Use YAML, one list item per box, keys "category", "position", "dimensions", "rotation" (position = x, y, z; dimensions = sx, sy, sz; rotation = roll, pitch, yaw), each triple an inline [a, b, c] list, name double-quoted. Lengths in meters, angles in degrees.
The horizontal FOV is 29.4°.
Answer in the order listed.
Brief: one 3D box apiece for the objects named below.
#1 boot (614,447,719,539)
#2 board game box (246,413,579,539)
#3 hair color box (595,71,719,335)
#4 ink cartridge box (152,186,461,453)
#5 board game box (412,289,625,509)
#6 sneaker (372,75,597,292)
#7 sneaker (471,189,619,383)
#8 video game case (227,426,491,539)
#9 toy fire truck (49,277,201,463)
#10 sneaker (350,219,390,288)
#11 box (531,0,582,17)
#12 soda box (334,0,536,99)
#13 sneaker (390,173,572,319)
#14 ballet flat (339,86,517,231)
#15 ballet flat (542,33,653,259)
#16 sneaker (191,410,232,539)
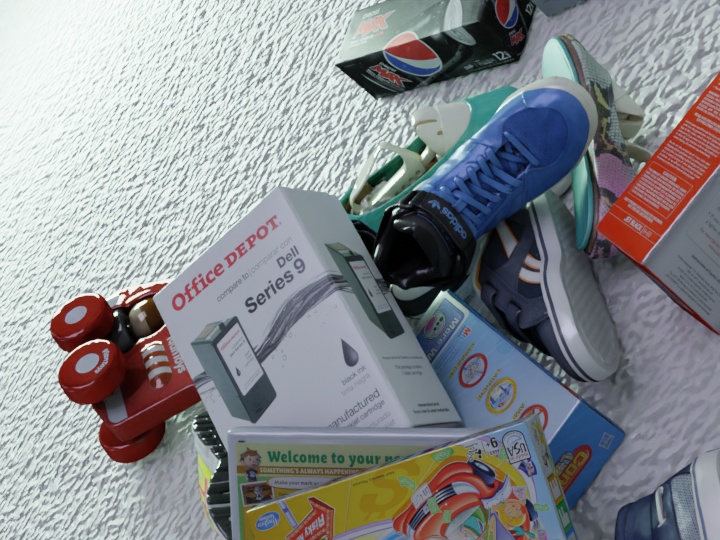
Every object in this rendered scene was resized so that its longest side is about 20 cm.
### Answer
- category: "boot"
  position: [0.197, 0.203, 0.782]
  dimensions: [0.090, 0.072, 0.202]
  rotation: [-39, 28, 33]
- category: "board game box"
  position: [0.039, 0.185, 0.859]
  dimensions: [0.198, 0.034, 0.136]
  rotation: [-21, 86, 20]
- category: "hair color box"
  position: [0.258, -0.069, 0.900]
  dimensions: [0.201, 0.101, 0.061]
  rotation: [-51, 34, 5]
- category: "ink cartridge box"
  position: [-0.043, 0.063, 0.992]
  dimensions: [0.145, 0.084, 0.202]
  rotation: [-39, 69, 23]
- category: "board game box"
  position: [0.064, 0.141, 0.999]
  dimensions: [0.201, 0.056, 0.196]
  rotation: [-53, 34, 3]
- category: "sneaker"
  position: [0.084, -0.053, 0.989]
  dimensions: [0.199, 0.077, 0.111]
  rotation: [-35, 13, 40]
- category: "sneaker"
  position: [0.132, 0.024, 0.999]
  dimensions: [0.079, 0.078, 0.201]
  rotation: [-34, 27, 19]
- category: "video game case"
  position: [0.008, 0.195, 0.902]
  dimensions: [0.197, 0.022, 0.185]
  rotation: [-2, 92, 21]
- category: "toy fire truck"
  position: [-0.206, 0.080, 1.361]
  dimensions: [0.166, 0.113, 0.201]
  rotation: [-26, 38, -1]
- category: "sneaker"
  position: [0.000, 0.000, 1.120]
  dimensions: [0.100, 0.070, 0.200]
  rotation: [-54, -5, 29]
- category: "box"
  position: [0.225, -0.339, 1.224]
  dimensions: [0.155, 0.041, 0.202]
  rotation: [-21, 47, 40]
- category: "soda box"
  position: [0.068, -0.222, 1.299]
  dimensions: [0.198, 0.063, 0.072]
  rotation: [-8, 55, 48]
- category: "sneaker"
  position: [0.085, -0.048, 1.116]
  dimensions: [0.201, 0.080, 0.074]
  rotation: [-50, 36, 11]
- category: "ballet flat"
  position: [0.054, -0.098, 1.203]
  dimensions: [0.200, 0.070, 0.068]
  rotation: [-44, 35, 16]
- category: "ballet flat"
  position: [0.186, -0.094, 1.041]
  dimensions: [0.070, 0.070, 0.202]
  rotation: [104, 163, -53]
- category: "sneaker"
  position: [-0.092, 0.194, 1.132]
  dimensions: [0.200, 0.077, 0.092]
  rotation: [-118, 25, -63]
